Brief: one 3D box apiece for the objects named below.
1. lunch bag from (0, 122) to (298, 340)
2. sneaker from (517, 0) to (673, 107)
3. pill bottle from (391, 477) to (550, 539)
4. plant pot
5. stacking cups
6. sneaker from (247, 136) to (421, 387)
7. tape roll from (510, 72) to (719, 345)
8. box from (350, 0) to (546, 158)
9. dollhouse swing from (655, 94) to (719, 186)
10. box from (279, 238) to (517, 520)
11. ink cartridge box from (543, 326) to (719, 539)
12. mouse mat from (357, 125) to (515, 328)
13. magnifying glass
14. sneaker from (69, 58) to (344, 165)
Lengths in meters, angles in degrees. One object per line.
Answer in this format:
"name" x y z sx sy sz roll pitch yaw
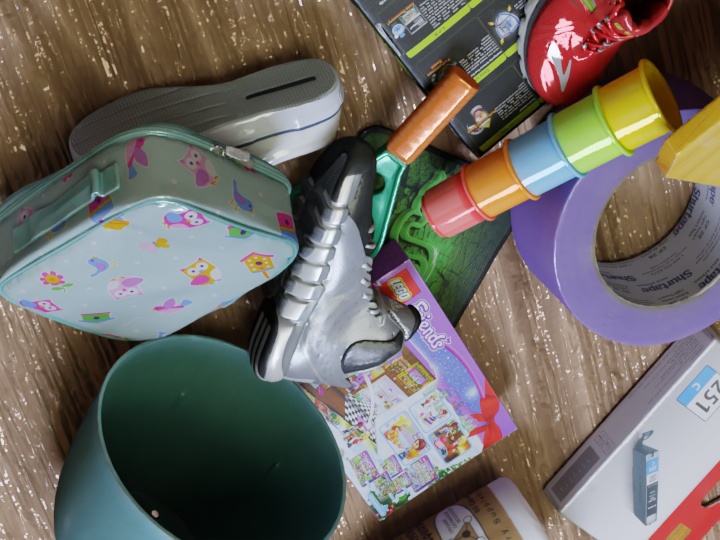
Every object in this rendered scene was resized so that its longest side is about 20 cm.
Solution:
"lunch bag" -0.151 -0.028 1.453 0.200 0.077 0.160 -28 143 36
"sneaker" 0.176 -0.187 1.481 0.077 0.085 0.200 8 132 -25
"pill bottle" 0.063 0.266 1.726 0.200 0.114 0.114 -30 123 -4
"plant pot" -0.135 0.175 1.559 0.201 0.201 0.161 14 136 -27
"stacking cups" 0.135 -0.088 1.539 0.200 0.061 0.061 -25 127 24
"sneaker" 0.000 0.000 1.548 0.115 0.075 0.200 15 114 -20
"tape roll" 0.224 -0.048 1.636 0.200 0.085 0.200 -10 119 -18
"box" 0.106 -0.214 1.530 0.200 0.048 0.193 -40 126 2
"dollhouse swing" 0.286 -0.177 1.499 0.176 0.182 0.200 -24 167 28
"box" 0.021 0.089 1.654 0.137 0.039 0.200 -33 123 0
"ink cartridge box" 0.284 0.164 1.799 0.176 0.045 0.200 35 101 -31
"mouse mat" 0.025 -0.004 1.633 0.161 0.008 0.200 20 109 -28
"magnifying glass" 0.014 -0.073 1.551 0.080 0.022 0.200 37 116 -14
"sneaker" -0.106 -0.091 1.499 0.200 0.073 0.071 -12 136 -7
